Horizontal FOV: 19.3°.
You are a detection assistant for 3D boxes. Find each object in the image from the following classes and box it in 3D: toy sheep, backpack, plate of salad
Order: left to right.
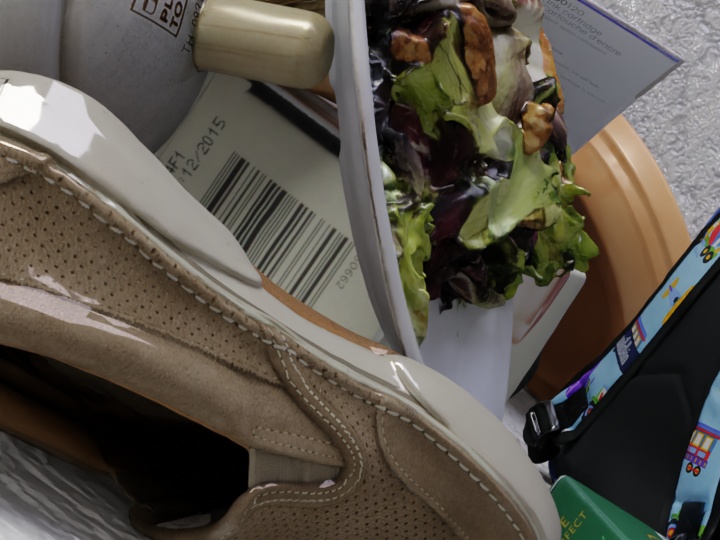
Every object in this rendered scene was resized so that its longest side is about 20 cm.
[{"bbox_3d":[-0.101,-0.067,0.509,0.198,0.139,0.138,5,0,12],"label":"toy sheep"},{"bbox_3d":[0.031,-0.047,0.565,0.048,0.202,0.200,-4,-3,13],"label":"plate of salad"},{"bbox_3d":[0.187,0.049,0.860,0.134,0.201,0.183,32,6,-24],"label":"backpack"}]

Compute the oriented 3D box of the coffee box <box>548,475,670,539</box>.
[{"bbox_3d":[0.126,0.140,0.573,0.123,0.044,0.200,32,8,-34],"label":"coffee box"}]

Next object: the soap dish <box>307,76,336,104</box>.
[{"bbox_3d":[-0.070,-0.140,0.838,0.081,0.202,0.157,-7,-9,-28],"label":"soap dish"}]

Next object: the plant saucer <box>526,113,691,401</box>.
[{"bbox_3d":[0.106,-0.002,1.101,0.200,0.037,0.201,48,-31,42],"label":"plant saucer"}]

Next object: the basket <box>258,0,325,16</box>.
[{"bbox_3d":[-0.075,-0.137,0.689,0.199,0.150,0.143,-10,-6,17],"label":"basket"}]

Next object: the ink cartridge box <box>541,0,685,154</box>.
[{"bbox_3d":[0.027,-0.117,0.949,0.197,0.044,0.200,30,-24,-9],"label":"ink cartridge box"}]

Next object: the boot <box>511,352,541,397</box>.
[{"bbox_3d":[0.006,-0.049,0.942,0.154,0.073,0.205,-140,-152,-68],"label":"boot"}]

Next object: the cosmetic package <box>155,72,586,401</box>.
[{"bbox_3d":[0.000,0.000,0.745,0.103,0.088,0.200,37,6,16],"label":"cosmetic package"}]

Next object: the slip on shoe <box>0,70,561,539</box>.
[{"bbox_3d":[-0.029,0.038,0.473,0.200,0.076,0.061,45,44,-35],"label":"slip on shoe"}]
